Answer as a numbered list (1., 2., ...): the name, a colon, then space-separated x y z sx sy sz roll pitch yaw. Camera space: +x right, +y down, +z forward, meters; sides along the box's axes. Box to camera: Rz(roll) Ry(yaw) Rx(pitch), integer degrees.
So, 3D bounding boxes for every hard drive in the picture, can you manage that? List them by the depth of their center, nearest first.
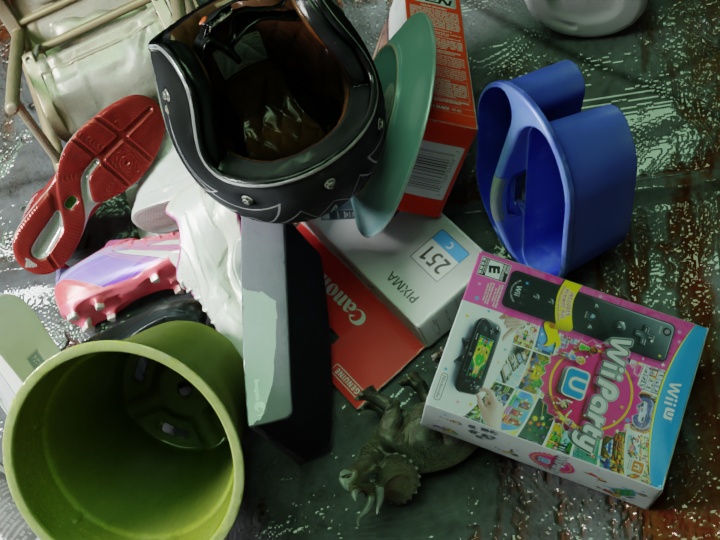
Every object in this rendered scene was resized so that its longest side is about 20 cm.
1. hard drive: -0.063 0.053 1.373 0.042 0.135 0.202 -10 66 15

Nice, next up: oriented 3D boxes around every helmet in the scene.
1. helmet: -0.071 -0.136 1.313 0.199 0.192 0.200 -26 16 8

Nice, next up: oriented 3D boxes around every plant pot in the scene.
1. plant pot: -0.171 0.126 1.326 0.198 0.202 0.190 -10 14 12

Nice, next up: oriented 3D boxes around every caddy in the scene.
1. caddy: 0.156 -0.080 1.359 0.104 0.201 0.142 -24 51 -17

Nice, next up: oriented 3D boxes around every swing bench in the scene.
1. swing bench: -0.260 -0.229 1.626 0.197 0.130 0.201 -23 50 5

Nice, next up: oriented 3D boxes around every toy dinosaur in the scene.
1. toy dinosaur: 0.059 0.132 1.344 0.199 0.077 0.103 -26 72 -15

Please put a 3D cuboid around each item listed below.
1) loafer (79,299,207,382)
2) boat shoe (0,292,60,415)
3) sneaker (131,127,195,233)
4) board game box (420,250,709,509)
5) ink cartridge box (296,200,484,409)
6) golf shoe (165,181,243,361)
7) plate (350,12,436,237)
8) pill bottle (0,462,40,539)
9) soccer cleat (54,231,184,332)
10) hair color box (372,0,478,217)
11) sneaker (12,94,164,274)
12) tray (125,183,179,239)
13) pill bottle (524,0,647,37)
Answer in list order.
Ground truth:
1. loafer: -0.226 0.087 1.469 0.198 0.073 0.072 -23 16 13
2. boat shoe: -0.291 0.113 1.418 0.068 0.201 0.072 -10 30 52
3. sneaker: -0.128 -0.115 1.505 0.198 0.074 0.117 -13 57 23
4. board game box: 0.166 0.087 1.294 0.198 0.064 0.149 19 67 6
5. ink cartridge box: 0.000 0.000 1.448 0.176 0.045 0.200 -41 56 -9
6. golf shoe: -0.122 0.013 1.436 0.091 0.075 0.202 -10 88 17
7. plate: 0.019 -0.129 1.387 0.025 0.200 0.202 13 59 -14
8. pill bottle: -0.287 0.243 1.357 0.199 0.114 0.114 24 70 29
9. soccer cleat: -0.201 -0.009 1.508 0.198 0.067 0.077 -23 62 9
10. hair color box: 0.054 -0.159 1.453 0.063 0.111 0.201 11 43 -12
11. sneaker: -0.273 -0.096 1.542 0.200 0.078 0.116 -48 22 -1
12. tray: -0.134 -0.087 1.559 0.198 0.022 0.108 -25 57 3
13. pill bottle: 0.223 -0.339 1.529 0.118 0.120 0.202 -2 60 17
